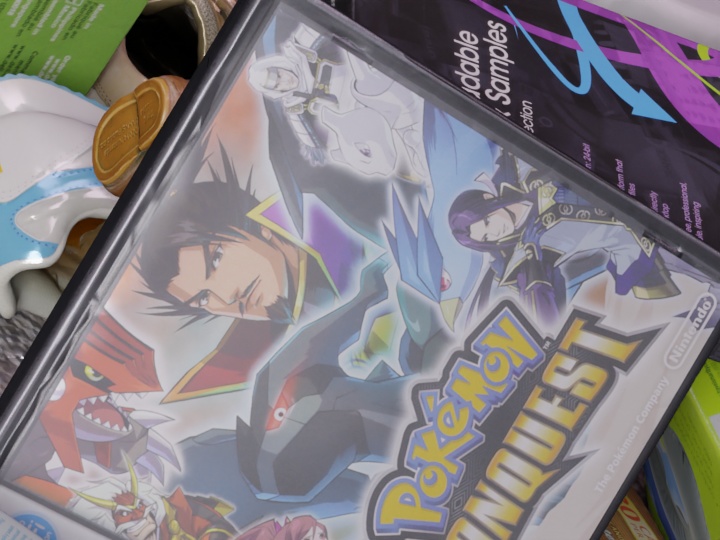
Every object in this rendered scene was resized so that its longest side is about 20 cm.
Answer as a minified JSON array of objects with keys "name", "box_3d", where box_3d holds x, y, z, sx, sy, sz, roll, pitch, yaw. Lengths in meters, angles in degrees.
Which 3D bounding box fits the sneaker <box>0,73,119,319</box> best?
[{"name":"sneaker","box_3d":[-0.064,-0.008,1.059,0.199,0.077,0.081,8,46,-38]}]

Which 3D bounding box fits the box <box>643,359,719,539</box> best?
[{"name":"box","box_3d":[0.138,0.092,1.061,0.047,0.201,0.122,-16,41,-5]}]

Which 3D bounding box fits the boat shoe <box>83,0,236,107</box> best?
[{"name":"boat shoe","box_3d":[-0.075,-0.085,1.177,0.072,0.065,0.200,35,24,-4]}]

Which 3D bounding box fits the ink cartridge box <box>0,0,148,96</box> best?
[{"name":"ink cartridge box","box_3d":[-0.150,-0.161,1.108,0.075,0.148,0.200,14,33,-41]}]

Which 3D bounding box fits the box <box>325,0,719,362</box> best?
[{"name":"box","box_3d":[0.080,-0.038,0.985,0.199,0.036,0.143,17,36,-14]}]

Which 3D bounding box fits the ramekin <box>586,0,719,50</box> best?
[{"name":"ramekin","box_3d":[0.089,-0.125,1.314,0.200,0.098,0.201,29,25,-15]}]

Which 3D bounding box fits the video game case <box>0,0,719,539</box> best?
[{"name":"video game case","box_3d":[-0.005,0.040,0.896,0.180,0.201,0.025,31,1,-13]}]

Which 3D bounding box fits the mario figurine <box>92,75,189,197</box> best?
[{"name":"mario figurine","box_3d":[0.000,0.000,1.012,0.199,0.106,0.124,11,79,-35]}]

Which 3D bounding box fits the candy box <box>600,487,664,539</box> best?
[{"name":"candy box","box_3d":[0.015,0.080,1.017,0.199,0.055,0.116,18,29,-36]}]

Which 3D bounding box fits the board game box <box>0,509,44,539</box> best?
[{"name":"board game box","box_3d":[-0.071,0.153,0.764,0.200,0.064,0.148,35,25,-1]}]
